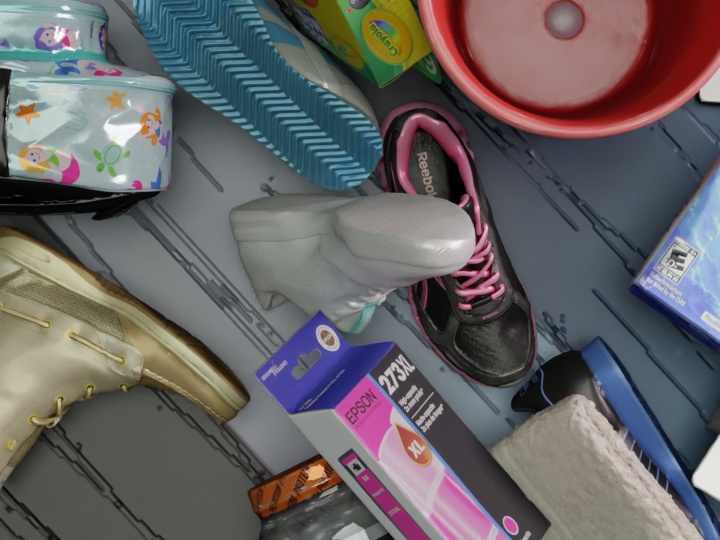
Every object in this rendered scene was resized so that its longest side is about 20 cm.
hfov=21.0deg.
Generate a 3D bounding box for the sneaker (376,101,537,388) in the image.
[{"bbox_3d":[0.062,-0.017,1.261,0.079,0.095,0.200,-22,88,-5],"label":"sneaker"}]

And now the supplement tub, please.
[{"bbox_3d":[0.013,0.209,1.234,0.122,0.123,0.200,-25,88,-2],"label":"supplement tub"}]

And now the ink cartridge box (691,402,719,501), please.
[{"bbox_3d":[0.308,0.083,1.271,0.117,0.067,0.200,34,86,3],"label":"ink cartridge box"}]

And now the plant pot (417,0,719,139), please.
[{"bbox_3d":[0.132,-0.172,1.226,0.200,0.177,0.201,0,88,0],"label":"plant pot"}]

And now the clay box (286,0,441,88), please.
[{"bbox_3d":[-0.025,-0.196,1.189,0.048,0.115,0.200,-35,127,-9],"label":"clay box"}]

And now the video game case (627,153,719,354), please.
[{"bbox_3d":[0.302,-0.006,1.223,0.200,0.045,0.181,35,85,5],"label":"video game case"}]

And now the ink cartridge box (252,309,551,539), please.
[{"bbox_3d":[0.028,0.112,1.192,0.200,0.095,0.037,47,125,-1],"label":"ink cartridge box"}]

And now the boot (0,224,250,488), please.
[{"bbox_3d":[-0.188,0.083,1.263,0.200,0.073,0.156,32,87,3],"label":"boot"}]

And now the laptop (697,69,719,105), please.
[{"bbox_3d":[0.326,-0.208,1.263,0.187,0.116,0.200,4,87,0],"label":"laptop"}]

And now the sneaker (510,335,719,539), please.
[{"bbox_3d":[0.176,0.144,1.272,0.078,0.070,0.200,-32,86,9],"label":"sneaker"}]

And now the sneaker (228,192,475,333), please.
[{"bbox_3d":[0.000,0.000,1.232,0.075,0.200,0.089,-19,107,-39],"label":"sneaker"}]

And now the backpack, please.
[{"bbox_3d":[-0.214,-0.100,1.222,0.200,0.178,0.151,8,92,-4],"label":"backpack"}]

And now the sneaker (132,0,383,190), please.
[{"bbox_3d":[-0.070,-0.135,1.252,0.077,0.081,0.200,-42,105,11],"label":"sneaker"}]

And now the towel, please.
[{"bbox_3d":[0.153,0.179,1.241,0.132,0.034,0.200,-34,96,36],"label":"towel"}]
